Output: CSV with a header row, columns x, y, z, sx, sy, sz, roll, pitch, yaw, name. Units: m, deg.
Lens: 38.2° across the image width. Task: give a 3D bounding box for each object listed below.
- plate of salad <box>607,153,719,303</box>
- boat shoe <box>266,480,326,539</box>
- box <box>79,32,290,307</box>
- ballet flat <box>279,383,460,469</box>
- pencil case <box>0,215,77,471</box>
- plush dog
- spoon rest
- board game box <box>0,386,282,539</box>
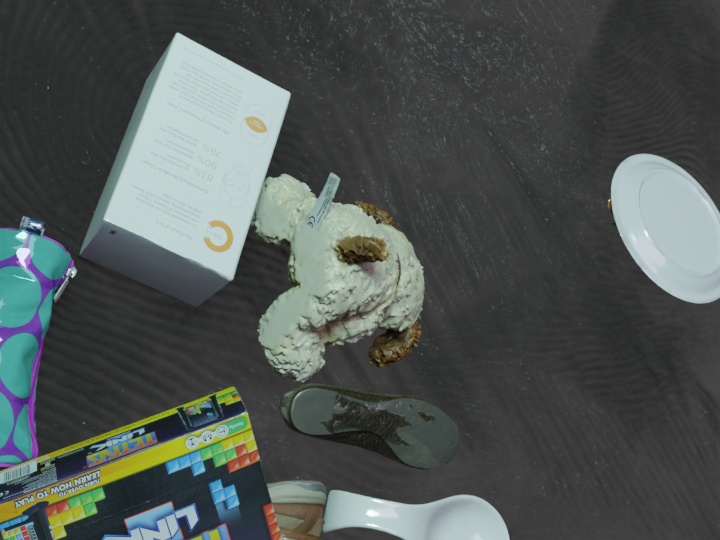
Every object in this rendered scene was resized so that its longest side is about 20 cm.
x,y,z,sx,sy,sz,roll,pitch,yaw,name
0.376,-0.049,1.269,0.197,0.048,0.203,16,57,-26,plate of salad
-0.117,0.220,0.893,0.197,0.076,0.073,4,74,-26,boat shoe
-0.159,-0.090,0.956,0.123,0.097,0.203,25,63,-20,box
0.009,0.148,1.006,0.197,0.046,0.069,15,82,-28,ballet flat
-0.290,0.064,0.841,0.091,0.085,0.203,9,69,-10,pencil case
0.000,0.000,1.002,0.171,0.159,0.204,11,68,-53,plush dog
0.064,0.253,0.988,0.197,0.060,0.101,20,65,-21,spoon rest
-0.165,0.205,0.809,0.197,0.057,0.168,-19,110,-14,board game box
